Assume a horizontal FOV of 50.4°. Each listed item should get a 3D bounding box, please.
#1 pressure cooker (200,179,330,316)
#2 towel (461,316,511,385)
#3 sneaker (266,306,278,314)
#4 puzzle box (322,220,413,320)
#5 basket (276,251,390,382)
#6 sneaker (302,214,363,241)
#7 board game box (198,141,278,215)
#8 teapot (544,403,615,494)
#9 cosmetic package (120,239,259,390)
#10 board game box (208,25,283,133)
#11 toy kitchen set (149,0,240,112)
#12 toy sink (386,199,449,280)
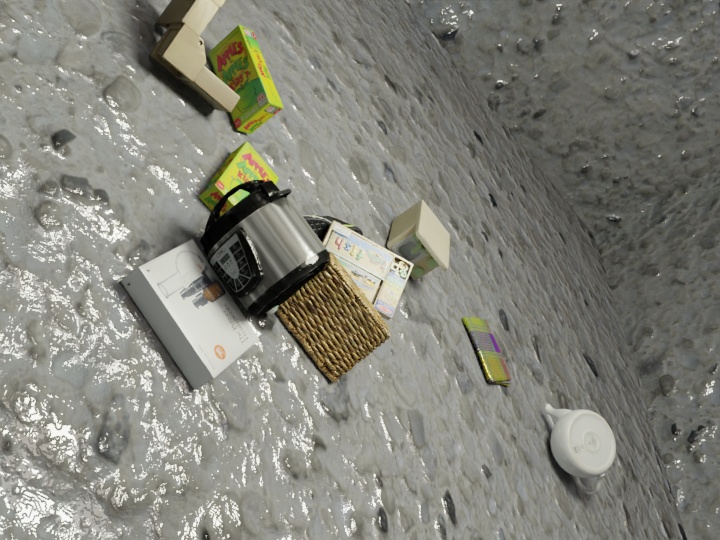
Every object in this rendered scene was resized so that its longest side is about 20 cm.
[{"bbox_3d":[-0.171,-0.045,1.290,0.201,0.175,0.179,54,-12,3],"label":"pressure cooker"},{"bbox_3d":[0.350,0.223,2.117,0.143,0.023,0.202,13,51,-54],"label":"towel"},{"bbox_3d":[-0.154,-0.026,1.402,0.074,0.118,0.202,29,40,-46],"label":"sneaker"},{"bbox_3d":[0.000,0.000,1.594,0.199,0.025,0.134,28,68,-10],"label":"puzzle box"},{"bbox_3d":[-0.058,0.084,1.490,0.200,0.149,0.143,51,4,-12],"label":"basket"},{"bbox_3d":[-0.082,-0.084,1.666,0.199,0.072,0.083,12,15,-47],"label":"sneaker"},{"bbox_3d":[-0.231,-0.162,1.486,0.102,0.047,0.201,48,29,-19],"label":"board game box"},{"bbox_3d":[0.609,0.496,2.157,0.196,0.146,0.201,28,61,-12],"label":"teapot"},{"bbox_3d":[-0.262,0.065,1.201,0.201,0.051,0.151,57,29,-5],"label":"cosmetic package"},{"bbox_3d":[-0.247,-0.407,1.636,0.047,0.101,0.202,5,58,-57],"label":"board game box"},{"bbox_3d":[-0.309,-0.463,1.555,0.180,0.201,0.163,37,-8,-36],"label":"toy kitchen set"},{"bbox_3d":[0.148,-0.067,1.970,0.131,0.112,0.201,49,23,-19],"label":"toy sink"}]
